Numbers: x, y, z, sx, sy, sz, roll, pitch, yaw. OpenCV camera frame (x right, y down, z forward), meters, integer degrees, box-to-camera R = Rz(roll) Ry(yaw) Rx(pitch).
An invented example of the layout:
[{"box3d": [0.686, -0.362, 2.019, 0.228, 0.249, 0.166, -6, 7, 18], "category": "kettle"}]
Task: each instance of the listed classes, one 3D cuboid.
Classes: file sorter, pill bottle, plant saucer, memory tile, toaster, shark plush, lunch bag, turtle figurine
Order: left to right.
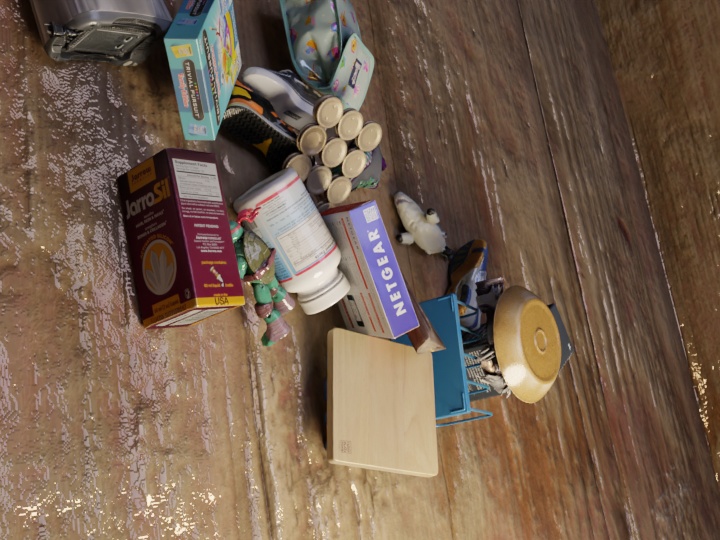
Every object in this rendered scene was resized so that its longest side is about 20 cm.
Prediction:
[{"box3d": [-0.338, -0.341, 1.014, 0.199, 0.113, 0.131, -18, 85, -57], "category": "toaster"}, {"box3d": [-0.161, -0.001, 1.114, 0.202, 0.099, 0.151, 59, 36, -26], "category": "turtle figurine"}, {"box3d": [-0.097, -0.041, 1.203, 0.202, 0.108, 0.109, 61, 36, -14], "category": "pill bottle"}, {"box3d": [-0.057, -0.168, 1.281, 0.152, 0.202, 0.017, 19, 16, -47], "category": "memory tile"}, {"box3d": [-0.052, -0.381, 1.385, 0.170, 0.120, 0.204, 14, 60, -74], "category": "lunch bag"}, {"box3d": [0.138, -0.084, 1.587, 0.198, 0.091, 0.084, 26, 23, -40], "category": "shark plush"}, {"box3d": [0.145, 0.165, 1.413, 0.122, 0.137, 0.204, 22, 57, -50], "category": "file sorter"}, {"box3d": [0.296, 0.123, 1.380, 0.198, 0.035, 0.204, 17, 67, -47], "category": "plant saucer"}]

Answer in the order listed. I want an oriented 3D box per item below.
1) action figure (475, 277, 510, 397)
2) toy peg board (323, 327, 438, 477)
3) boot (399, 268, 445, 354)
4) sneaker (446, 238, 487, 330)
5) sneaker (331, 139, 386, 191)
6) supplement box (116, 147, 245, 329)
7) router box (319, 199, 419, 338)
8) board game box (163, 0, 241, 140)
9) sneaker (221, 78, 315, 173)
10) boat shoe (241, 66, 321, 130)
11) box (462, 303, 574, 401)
[{"box3d": [0.237, 0.119, 1.397, 0.130, 0.068, 0.204, 16, 65, -63], "category": "action figure"}, {"box3d": [0.013, 0.218, 1.266, 0.197, 0.097, 0.204, 16, 60, -32], "category": "toy peg board"}, {"box3d": [0.073, 0.063, 1.331, 0.201, 0.064, 0.186, 56, 2, 17], "category": "boot"}, {"box3d": [0.226, 0.031, 1.651, 0.088, 0.074, 0.202, 46, 51, -35], "category": "sneaker"}, {"box3d": [0.005, -0.170, 1.438, 0.088, 0.073, 0.201, 59, 35, -24], "category": "sneaker"}, {"box3d": [-0.228, -0.039, 1.020, 0.085, 0.109, 0.204, -1, 74, -52], "category": "supplement box"}, {"box3d": [0.000, 0.000, 1.248, 0.048, 0.179, 0.203, -24, 100, -22], "category": "router box"}, {"box3d": [-0.215, -0.305, 1.128, 0.202, 0.046, 0.153, -84, 174, -45], "category": "board game box"}, {"box3d": [-0.139, -0.225, 1.269, 0.199, 0.069, 0.091, 36, 38, -44], "category": "sneaker"}, {"box3d": [-0.122, -0.294, 1.322, 0.199, 0.071, 0.069, 22, 59, -50], "category": "boat shoe"}, {"box3d": [0.286, 0.161, 1.552, 0.148, 0.198, 0.109, -32, 100, -55], "category": "box"}]
